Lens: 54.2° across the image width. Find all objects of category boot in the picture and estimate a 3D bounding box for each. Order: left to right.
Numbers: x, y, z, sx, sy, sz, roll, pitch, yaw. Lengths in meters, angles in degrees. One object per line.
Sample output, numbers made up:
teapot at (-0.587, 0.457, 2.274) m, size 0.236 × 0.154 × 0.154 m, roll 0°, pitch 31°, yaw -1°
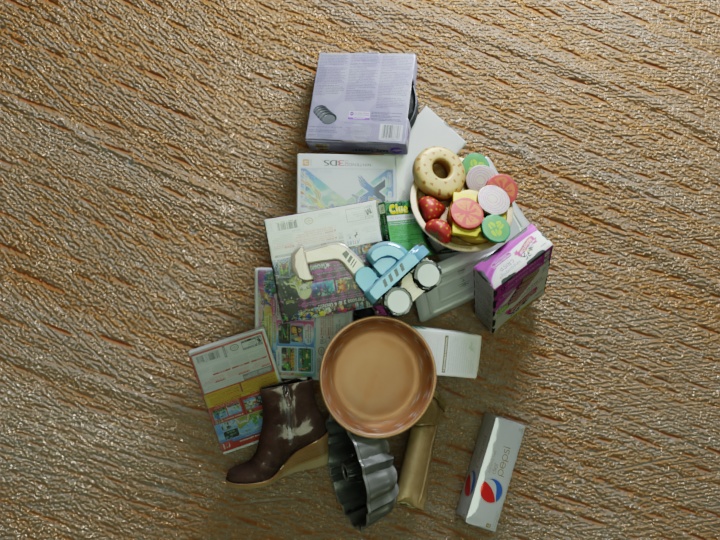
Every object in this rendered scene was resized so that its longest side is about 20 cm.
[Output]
boot at (-0.159, 0.287, 1.254) m, size 0.197 × 0.072 × 0.169 m, roll -15°, pitch 99°, yaw -6°
boot at (0.097, 0.313, 1.252) m, size 0.065 × 0.175 × 0.202 m, roll 4°, pitch 68°, yaw 32°

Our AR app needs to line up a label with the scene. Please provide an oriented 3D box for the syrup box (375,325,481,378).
syrup box at (0.109, 0.142, 1.265) m, size 0.197 × 0.079 × 0.083 m, roll 8°, pitch 88°, yaw -18°

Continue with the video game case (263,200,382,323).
video game case at (-0.055, -0.016, 1.218) m, size 0.197 × 0.036 × 0.184 m, roll -11°, pitch 96°, yaw -4°

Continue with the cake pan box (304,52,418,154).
cake pan box at (0.007, -0.310, 1.298) m, size 0.197 × 0.052 × 0.187 m, roll 3°, pitch 75°, yaw 11°

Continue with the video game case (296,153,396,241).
video game case at (-0.025, -0.107, 1.259) m, size 0.180 × 0.022 × 0.203 m, roll 0°, pitch 85°, yaw -4°

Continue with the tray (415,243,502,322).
tray at (0.193, 0.020, 1.334) m, size 0.198 × 0.022 × 0.108 m, roll -23°, pitch 118°, yaw -13°

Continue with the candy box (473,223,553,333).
candy box at (0.276, 0.020, 1.287) m, size 0.136 × 0.201 × 0.061 m, roll -36°, pitch 64°, yaw -8°

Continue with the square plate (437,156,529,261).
square plate at (0.226, -0.090, 1.373) m, size 0.197 × 0.028 × 0.201 m, roll -33°, pitch 92°, yaw -9°

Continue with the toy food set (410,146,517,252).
toy food set at (0.185, -0.125, 1.250) m, size 0.195 × 0.049 × 0.202 m, roll 8°, pitch 63°, yaw -7°

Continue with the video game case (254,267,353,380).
video game case at (-0.102, 0.098, 1.276) m, size 0.179 × 0.024 × 0.203 m, roll 2°, pitch 98°, yaw 6°

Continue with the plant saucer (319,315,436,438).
plant saucer at (0.028, 0.177, 1.179) m, size 0.197 × 0.037 × 0.203 m, roll 0°, pitch 89°, yaw -8°

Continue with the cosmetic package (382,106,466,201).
cosmetic package at (0.092, -0.195, 1.331) m, size 0.107 × 0.085 × 0.200 m, roll 43°, pitch 81°, yaw -2°

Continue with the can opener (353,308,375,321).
can opener at (0.045, 0.130, 1.315) m, size 0.199 × 0.063 × 0.079 m, roll 33°, pitch 82°, yaw -5°

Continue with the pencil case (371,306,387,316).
pencil case at (0.000, 0.000, 1.304) m, size 0.200 × 0.091 × 0.094 m, roll 42°, pitch 78°, yaw -1°

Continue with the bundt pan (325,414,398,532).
bundt pan at (0.005, 0.344, 1.237) m, size 0.075 × 0.202 × 0.205 m, roll -11°, pitch 88°, yaw -22°

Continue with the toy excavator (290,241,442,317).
toy excavator at (0.010, -0.003, 1.169) m, size 0.194 × 0.100 × 0.200 m, roll -41°, pitch 85°, yaw -1°

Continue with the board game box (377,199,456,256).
board game box at (0.119, -0.078, 1.283) m, size 0.198 × 0.023 × 0.106 m, roll -7°, pitch 91°, yaw -39°

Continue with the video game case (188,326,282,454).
video game case at (-0.211, 0.216, 1.268) m, size 0.141 × 0.017 × 0.202 m, roll -17°, pitch 102°, yaw -6°

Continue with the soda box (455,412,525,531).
soda box at (0.244, 0.377, 1.326) m, size 0.063 × 0.068 × 0.202 m, roll 18°, pitch 84°, yaw -7°
